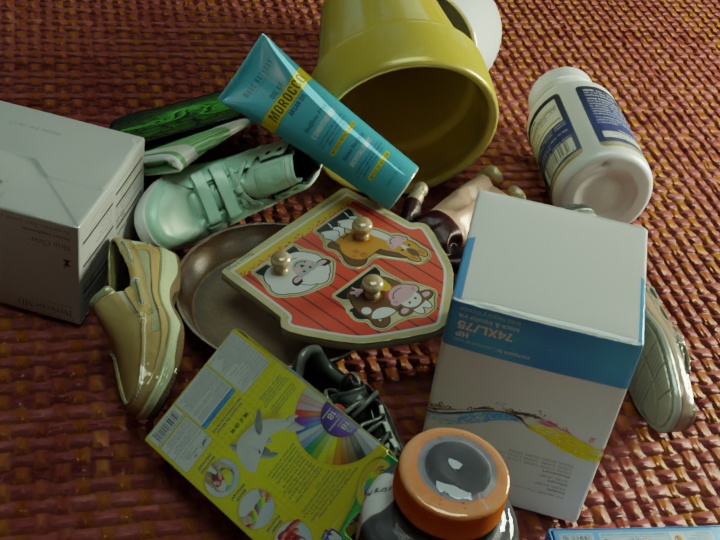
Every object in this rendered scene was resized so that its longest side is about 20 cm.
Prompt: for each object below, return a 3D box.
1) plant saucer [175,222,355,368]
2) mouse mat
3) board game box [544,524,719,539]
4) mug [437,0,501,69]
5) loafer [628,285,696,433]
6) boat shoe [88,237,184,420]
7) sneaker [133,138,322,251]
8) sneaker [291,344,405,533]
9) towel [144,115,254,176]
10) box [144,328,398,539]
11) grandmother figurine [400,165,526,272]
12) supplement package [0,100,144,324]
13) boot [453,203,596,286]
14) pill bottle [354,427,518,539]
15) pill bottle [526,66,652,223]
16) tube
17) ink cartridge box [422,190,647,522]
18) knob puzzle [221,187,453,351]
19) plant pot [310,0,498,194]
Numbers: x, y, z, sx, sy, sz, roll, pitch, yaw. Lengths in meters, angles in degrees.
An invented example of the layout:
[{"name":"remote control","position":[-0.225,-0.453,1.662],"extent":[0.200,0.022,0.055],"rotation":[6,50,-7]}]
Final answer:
[{"name":"plant saucer","position":[-0.076,0.030,1.038],"extent":[0.196,0.035,0.202],"rotation":[6,39,-5]},{"name":"mouse mat","position":[-0.177,-0.170,1.188],"extent":[0.196,0.008,0.161],"rotation":[-15,21,-4]},{"name":"board game box","position":[0.228,0.279,0.808],"extent":[0.148,0.037,0.202],"rotation":[2,40,-11]},{"name":"mug","position":[0.078,-0.287,1.379],"extent":[0.197,0.150,0.175],"rotation":[-7,20,27]},{"name":"loafer","position":[0.280,0.071,1.046],"extent":[0.062,0.073,0.201],"rotation":[7,36,-16]},{"name":"boat shoe","position":[-0.199,0.044,0.950],"extent":[0.075,0.072,0.201],"rotation":[28,25,-28]},{"name":"sneaker","position":[-0.125,-0.085,1.089],"extent":[0.117,0.075,0.199],"rotation":[-15,13,47]},{"name":"sneaker","position":[-0.003,0.137,0.888],"extent":[0.076,0.083,0.200],"rotation":[-23,50,-34]},{"name":"towel","position":[-0.168,-0.141,1.169],"extent":[0.151,0.024,0.199],"rotation":[-4,22,42]},{"name":"box","position":[-0.058,0.146,0.846],"extent":[0.199,0.048,0.118],"rotation":[35,80,31]},{"name":"grandmother figurine","position":[0.088,-0.038,1.140],"extent":[0.199,0.061,0.121],"rotation":[-29,54,-35]},{"name":"supplement package","position":[-0.320,-0.062,1.030],"extent":[0.196,0.112,0.157],"rotation":[14,39,5]},{"name":"boot","position":[0.195,0.021,1.092],"extent":[0.198,0.070,0.131],"rotation":[-32,55,-25]},{"name":"pill bottle","position":[0.044,0.197,0.734],"extent":[0.104,0.202,0.107],"rotation":[6,39,-5]},{"name":"pill bottle","position":[0.250,-0.143,1.255],"extent":[0.109,0.112,0.202],"rotation":[3,40,-10]},{"name":"tube","position":[-0.036,-0.138,1.076],"extent":[0.199,0.050,0.078],"rotation":[36,80,-3]},{"name":"ink cartridge box","position":[0.137,0.071,0.906],"extent":[0.143,0.202,0.148],"rotation":[13,39,6]},{"name":"knob puzzle","position":[0.000,0.000,1.018],"extent":[0.215,0.031,0.222],"rotation":[1,41,-1]},{"name":"plant pot","position":[0.032,-0.216,1.197],"extent":[0.197,0.202,0.191],"rotation":[-2,53,-15]}]
